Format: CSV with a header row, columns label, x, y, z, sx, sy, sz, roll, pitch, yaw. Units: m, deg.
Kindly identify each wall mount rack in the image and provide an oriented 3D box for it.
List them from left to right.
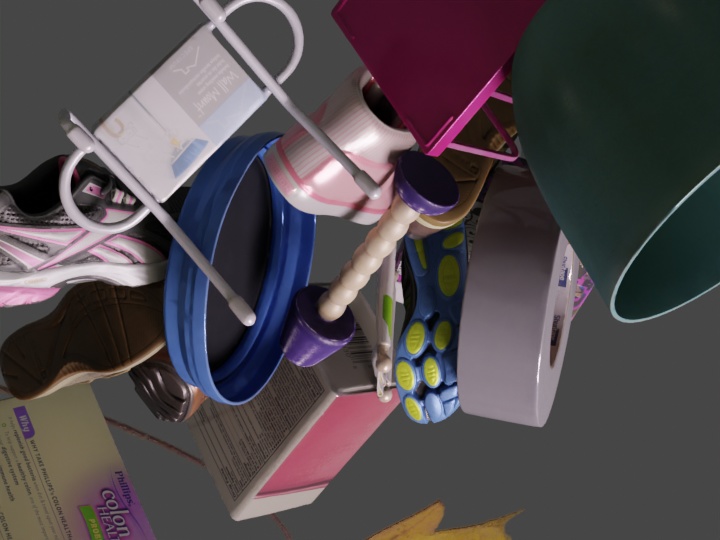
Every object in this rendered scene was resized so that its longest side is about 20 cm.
label,x,y,z,sx,sy,sz,roll,pitch,yaw
wall mount rack,-0.091,-0.075,0.757,0.200,0.075,0.174,-44,113,-1

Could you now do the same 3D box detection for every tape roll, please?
label,x,y,z,sx,sy,sz,roll,pitch,yaw
tape roll,0.132,0.020,0.952,0.065,0.203,0.201,10,156,15

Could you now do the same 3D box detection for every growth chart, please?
label,x,y,z,sx,sy,sz,roll,pitch,yaw
growth chart,0.022,0.030,0.984,0.017,0.148,0.200,3,164,2

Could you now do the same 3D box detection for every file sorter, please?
label,x,y,z,sx,sy,sz,roll,pitch,yaw
file sorter,0.107,-0.191,0.797,0.124,0.140,0.200,4,136,-49

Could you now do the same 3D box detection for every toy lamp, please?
label,x,y,z,sx,sy,sz,roll,pitch,yaw
toy lamp,0.000,0.000,0.872,0.058,0.059,0.200,-3,145,-42

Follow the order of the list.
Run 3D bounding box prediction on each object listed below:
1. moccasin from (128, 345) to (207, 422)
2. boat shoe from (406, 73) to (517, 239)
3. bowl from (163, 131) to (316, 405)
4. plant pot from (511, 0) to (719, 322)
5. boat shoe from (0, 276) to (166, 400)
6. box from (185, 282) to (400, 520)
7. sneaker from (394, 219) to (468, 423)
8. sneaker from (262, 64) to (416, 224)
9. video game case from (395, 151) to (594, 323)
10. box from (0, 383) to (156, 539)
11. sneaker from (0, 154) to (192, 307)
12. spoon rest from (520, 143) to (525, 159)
label,x,y,z,sx,sy,sz,roll,pitch,yaw
moccasin,-0.148,0.087,1.000,0.077,0.074,0.202,-40,175,-14
boat shoe,0.083,-0.109,0.928,0.201,0.073,0.065,-54,-174,-29
bowl,-0.087,-0.003,0.879,0.200,0.039,0.205,12,90,-73
plant pot,0.184,-0.097,0.705,0.198,0.162,0.202,-28,156,-14
boat shoe,-0.197,0.048,0.909,0.198,0.073,0.065,-25,172,35
box,-0.063,0.124,1.131,0.108,0.129,0.201,-2,140,-44
sneaker,0.067,0.029,1.012,0.069,0.204,0.083,0,177,10
sneaker,0.011,-0.094,0.879,0.104,0.076,0.200,-40,169,18
video game case,0.131,-0.018,1.092,0.178,0.036,0.201,19,138,-4
box,-0.294,0.209,0.980,0.197,0.177,0.097,-13,147,-32
sneaker,-0.183,-0.038,0.815,0.198,0.080,0.088,-18,129,-44
spoon rest,0.221,-0.146,1.049,0.201,0.099,0.061,-55,172,18
